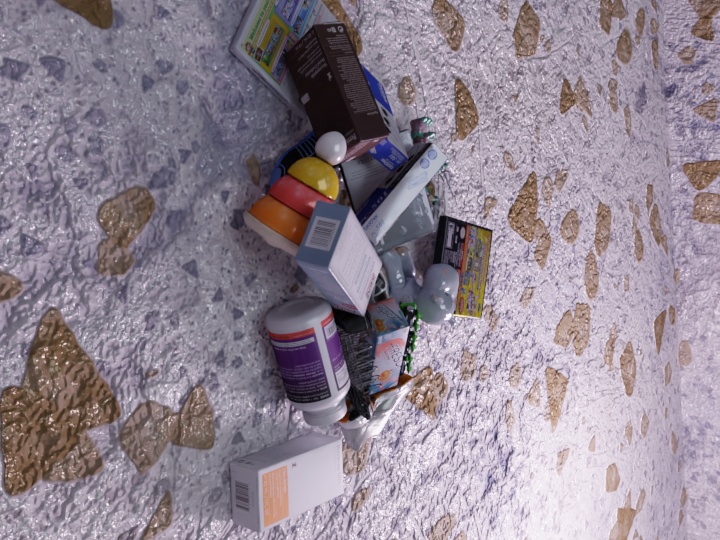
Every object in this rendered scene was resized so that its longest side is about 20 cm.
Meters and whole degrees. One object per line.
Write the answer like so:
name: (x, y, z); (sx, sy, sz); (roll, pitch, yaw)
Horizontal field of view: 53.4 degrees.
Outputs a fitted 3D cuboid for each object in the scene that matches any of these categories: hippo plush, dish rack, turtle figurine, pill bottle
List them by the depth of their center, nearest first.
pill bottle: (-0.082, 0.153, 1.197); (0.112, 0.111, 0.203); (-31, 115, -45)
dish rack: (-0.010, 0.155, 1.258); (0.054, 0.153, 0.203); (-17, 105, -15)
hippo plush: (0.100, 0.042, 1.373); (0.159, 0.159, 0.202); (44, 59, -41)
turtle figurine: (0.126, -0.194, 1.435); (0.099, 0.150, 0.204); (1, 75, -8)

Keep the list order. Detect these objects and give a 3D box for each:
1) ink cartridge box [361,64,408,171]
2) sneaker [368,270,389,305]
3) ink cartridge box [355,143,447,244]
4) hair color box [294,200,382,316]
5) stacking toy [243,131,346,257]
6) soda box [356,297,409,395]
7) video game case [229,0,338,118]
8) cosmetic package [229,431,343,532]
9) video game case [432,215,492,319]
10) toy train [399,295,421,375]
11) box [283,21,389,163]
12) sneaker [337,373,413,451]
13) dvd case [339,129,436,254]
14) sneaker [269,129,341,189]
ink cartridge box: (0.022, -0.280, 1.283); (0.094, 0.044, 0.202); (33, 33, -45)
sneaker: (0.000, 0.000, 1.298); (0.076, 0.080, 0.202); (-39, 105, -36)
ink cartridge box: (0.063, -0.140, 1.282); (0.044, 0.094, 0.201); (41, 86, -17)
hair color box: (-0.029, -0.014, 1.108); (0.200, 0.060, 0.100); (57, 50, -61)
stacking toy: (-0.079, -0.125, 1.123); (0.145, 0.146, 0.202); (28, 95, -46)
soda box: (0.037, 0.139, 1.287); (0.063, 0.069, 0.201); (-16, 145, -17)
video game case: (-0.119, -0.394, 1.207); (0.182, 0.022, 0.203); (38, 64, -44)
cosmetic package: (-0.118, 0.347, 1.191); (0.199, 0.070, 0.103); (-8, 97, -50)
video game case: (0.215, -0.002, 1.530); (0.179, 0.025, 0.204); (10, 87, -47)
toy train: (0.080, 0.122, 1.326); (0.202, 0.041, 0.057); (94, -11, -47)
box: (-0.041, -0.286, 1.163); (0.074, 0.100, 0.203); (-22, 87, -41)
sneaker: (0.031, 0.269, 1.377); (0.199, 0.075, 0.093); (-29, 120, -38)
dvd case: (0.051, -0.145, 1.348); (0.148, 0.025, 0.203); (-21, 104, -14)
sneaker: (-0.077, -0.190, 1.219); (0.201, 0.077, 0.071); (-56, 130, -33)
